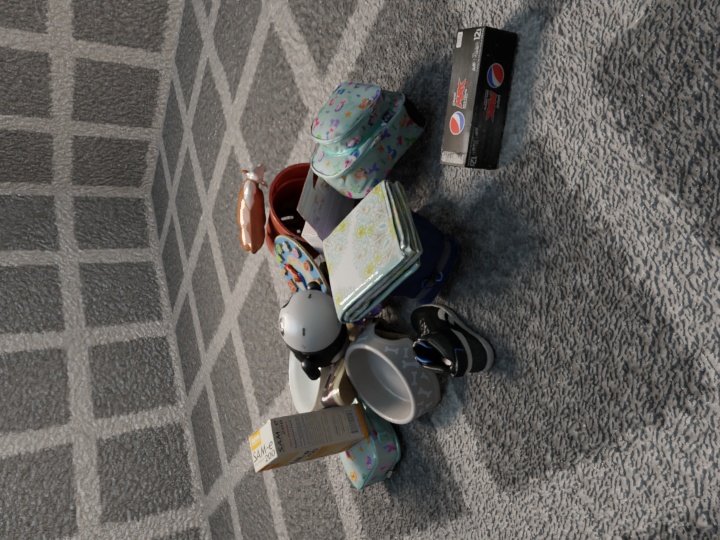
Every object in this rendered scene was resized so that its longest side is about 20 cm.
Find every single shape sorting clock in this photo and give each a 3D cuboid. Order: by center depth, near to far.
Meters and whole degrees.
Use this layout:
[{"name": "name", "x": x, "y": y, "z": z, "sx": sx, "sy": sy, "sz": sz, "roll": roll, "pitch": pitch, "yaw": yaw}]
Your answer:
[{"name": "shape sorting clock", "x": -0.128, "y": 0.012, "z": 1.155, "sx": 0.200, "sy": 0.039, "sz": 0.200, "roll": 45, "pitch": 156, "yaw": 25}]

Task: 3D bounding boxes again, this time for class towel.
[{"name": "towel", "x": 0.015, "y": -0.031, "z": 0.876, "sx": 0.200, "sy": 0.048, "sz": 0.171, "roll": -42, "pitch": 44, "yaw": 35}]

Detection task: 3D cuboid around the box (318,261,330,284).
[{"name": "box", "x": -0.083, "y": 0.100, "z": 1.299, "sx": 0.200, "sy": 0.049, "sz": 0.160, "roll": -61, "pitch": 42, "yaw": 42}]

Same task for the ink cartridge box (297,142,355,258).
[{"name": "ink cartridge box", "x": -0.075, "y": -0.154, "z": 1.085, "sx": 0.045, "sy": 0.176, "sz": 0.200, "roll": -1, "pitch": 60, "yaw": 29}]

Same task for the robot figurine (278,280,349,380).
[{"name": "robot figurine", "x": -0.090, "y": 0.116, "z": 1.031, "sx": 0.150, "sy": 0.125, "sz": 0.200, "roll": 49, "pitch": 168, "yaw": 22}]

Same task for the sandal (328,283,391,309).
[{"name": "sandal", "x": -0.011, "y": 0.042, "z": 1.137, "sx": 0.200, "sy": 0.080, "sz": 0.054, "roll": 13, "pitch": 125, "yaw": 52}]

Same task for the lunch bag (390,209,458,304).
[{"name": "lunch bag", "x": 0.078, "y": -0.033, "z": 0.941, "sx": 0.200, "sy": 0.132, "sz": 0.136, "roll": 46, "pitch": 114, "yaw": 48}]

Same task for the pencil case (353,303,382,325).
[{"name": "pencil case", "x": 0.000, "y": 0.000, "z": 1.061, "sx": 0.086, "sy": 0.084, "sz": 0.200, "roll": 126, "pitch": 150, "yaw": -54}]

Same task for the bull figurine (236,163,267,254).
[{"name": "bull figurine", "x": -0.242, "y": -0.137, "z": 1.194, "sx": 0.121, "sy": 0.065, "sz": 0.201, "roll": -168, "pitch": 82, "yaw": -82}]

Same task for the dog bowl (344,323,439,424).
[{"name": "dog bowl", "x": 0.051, "y": 0.198, "z": 0.993, "sx": 0.200, "sy": 0.059, "sz": 0.200, "roll": 30, "pitch": 137, "yaw": 33}]

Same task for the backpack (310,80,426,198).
[{"name": "backpack", "x": -0.002, "y": -0.239, "z": 0.973, "sx": 0.200, "sy": 0.150, "sz": 0.177, "roll": -58, "pitch": 39, "yaw": 2}]

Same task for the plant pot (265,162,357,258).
[{"name": "plant pot", "x": -0.133, "y": -0.115, "z": 1.245, "sx": 0.195, "sy": 0.200, "sz": 0.201, "roll": 133, "pitch": 127, "yaw": -61}]

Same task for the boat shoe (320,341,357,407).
[{"name": "boat shoe", "x": -0.033, "y": 0.209, "z": 1.106, "sx": 0.065, "sy": 0.200, "sz": 0.072, "roll": -18, "pitch": 113, "yaw": 22}]

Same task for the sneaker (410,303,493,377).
[{"name": "sneaker", "x": 0.119, "y": 0.110, "z": 0.898, "sx": 0.200, "sy": 0.112, "sz": 0.073, "roll": 31, "pitch": 118, "yaw": 54}]

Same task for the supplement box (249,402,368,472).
[{"name": "supplement box", "x": -0.102, "y": 0.330, "z": 1.051, "sx": 0.126, "sy": 0.200, "sz": 0.074, "roll": -49, "pitch": 51, "yaw": 47}]

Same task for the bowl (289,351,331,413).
[{"name": "bowl", "x": -0.089, "y": 0.226, "z": 1.211, "sx": 0.201, "sy": 0.090, "sz": 0.202, "roll": -175, "pitch": 90, "yaw": -65}]

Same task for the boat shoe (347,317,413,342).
[{"name": "boat shoe", "x": 0.035, "y": 0.125, "z": 1.085, "sx": 0.200, "sy": 0.072, "sz": 0.065, "roll": 22, "pitch": 106, "yaw": 51}]

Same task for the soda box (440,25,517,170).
[{"name": "soda box", "x": 0.178, "y": -0.258, "z": 0.810, "sx": 0.063, "sy": 0.071, "sz": 0.201, "roll": 28, "pitch": 116, "yaw": 54}]

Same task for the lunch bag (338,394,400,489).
[{"name": "lunch bag", "x": 0.009, "y": 0.349, "z": 1.136, "sx": 0.200, "sy": 0.077, "sz": 0.161, "roll": 60, "pitch": 138, "yaw": 37}]
